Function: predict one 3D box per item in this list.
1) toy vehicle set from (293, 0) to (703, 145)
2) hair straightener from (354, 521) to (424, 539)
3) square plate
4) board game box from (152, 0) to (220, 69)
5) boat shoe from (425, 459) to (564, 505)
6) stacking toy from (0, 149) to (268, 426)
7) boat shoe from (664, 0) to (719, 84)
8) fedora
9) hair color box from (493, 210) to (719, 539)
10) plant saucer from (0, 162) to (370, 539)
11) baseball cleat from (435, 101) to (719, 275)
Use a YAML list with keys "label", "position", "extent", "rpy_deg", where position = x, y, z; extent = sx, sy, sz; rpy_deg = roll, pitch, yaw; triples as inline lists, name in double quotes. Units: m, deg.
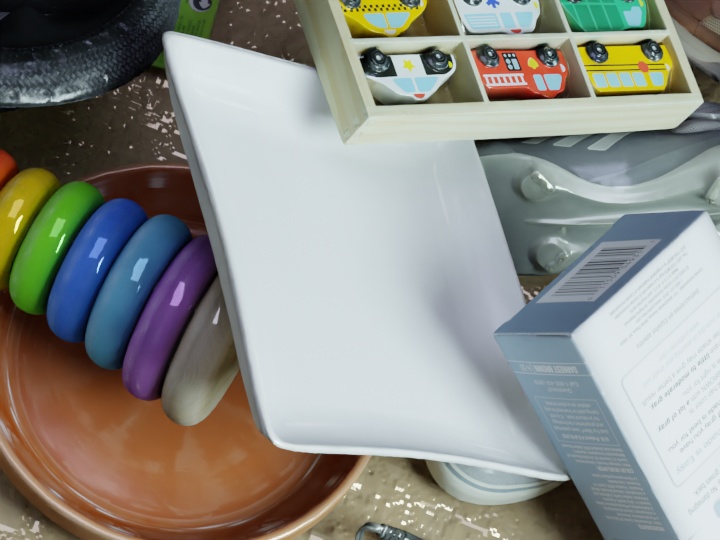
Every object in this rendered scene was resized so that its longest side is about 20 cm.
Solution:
- label: "toy vehicle set"
  position: [0.061, -0.124, 1.212]
  extent: [0.199, 0.027, 0.125]
  rpy_deg: [-5, 65, -34]
- label: "hair straightener"
  position: [0.071, 0.186, 1.147]
  extent: [0.200, 0.041, 0.077]
  rpy_deg: [38, 60, 6]
- label: "square plate"
  position: [0.000, 0.000, 1.135]
  extent: [0.198, 0.028, 0.201]
  rpy_deg: [11, 55, -46]
- label: "board game box"
  position: [-0.164, -0.162, 1.235]
  extent: [0.199, 0.096, 0.030]
  rpy_deg: [12, 34, -11]
- label: "boat shoe"
  position: [0.119, 0.044, 1.218]
  extent: [0.200, 0.072, 0.070]
  rpy_deg: [-26, 72, -26]
- label: "stacking toy"
  position: [-0.141, -0.011, 1.138]
  extent: [0.199, 0.085, 0.086]
  rpy_deg: [27, 59, 5]
- label: "boat shoe"
  position: [0.216, -0.114, 1.288]
  extent: [0.076, 0.072, 0.200]
  rpy_deg: [24, 17, -40]
- label: "fedora"
  position: [-0.185, -0.129, 1.160]
  extent: [0.200, 0.092, 0.201]
  rpy_deg: [10, 55, -14]
- label: "hair color box"
  position: [0.152, 0.083, 1.159]
  extent: [0.099, 0.061, 0.201]
  rpy_deg: [-40, 110, -29]
- label: "plant saucer"
  position: [-0.085, 0.044, 1.185]
  extent: [0.199, 0.032, 0.201]
  rpy_deg: [7, 62, -13]
- label: "baseball cleat"
  position: [0.121, -0.043, 1.277]
  extent: [0.199, 0.070, 0.107]
  rpy_deg: [2, 25, 2]
